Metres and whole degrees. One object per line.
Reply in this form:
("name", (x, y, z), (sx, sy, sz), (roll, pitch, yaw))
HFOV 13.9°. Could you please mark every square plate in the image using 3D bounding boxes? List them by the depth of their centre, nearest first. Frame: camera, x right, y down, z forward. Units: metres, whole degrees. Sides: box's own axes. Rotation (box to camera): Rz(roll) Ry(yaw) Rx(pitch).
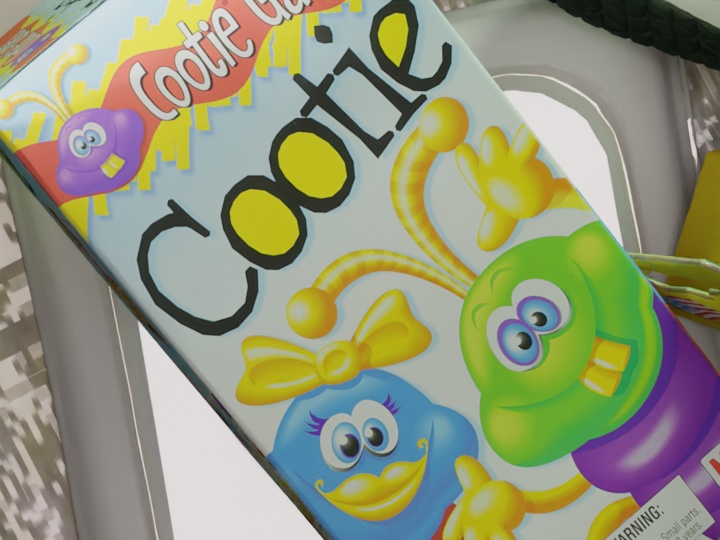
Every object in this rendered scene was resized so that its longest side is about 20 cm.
("square plate", (0.011, 0.027, 0.837), (0.199, 0.028, 0.199), (-11, 88, -4))

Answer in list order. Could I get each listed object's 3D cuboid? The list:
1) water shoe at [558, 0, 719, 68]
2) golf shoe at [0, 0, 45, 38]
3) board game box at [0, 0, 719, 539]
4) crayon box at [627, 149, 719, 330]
("water shoe", (0.137, -0.083, 0.794), (0.199, 0.072, 0.079), (25, 82, 6))
("golf shoe", (-0.106, -0.112, 0.795), (0.200, 0.097, 0.078), (38, 78, 0))
("board game box", (0.000, 0.000, 0.753), (0.103, 0.105, 0.200), (-40, 103, -5))
("crayon box", (0.165, 0.011, 0.784), (0.199, 0.127, 0.051), (20, 86, -13))
